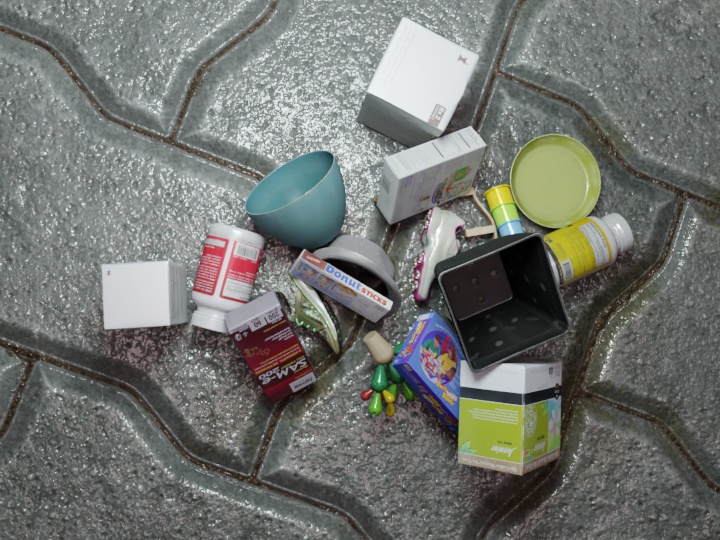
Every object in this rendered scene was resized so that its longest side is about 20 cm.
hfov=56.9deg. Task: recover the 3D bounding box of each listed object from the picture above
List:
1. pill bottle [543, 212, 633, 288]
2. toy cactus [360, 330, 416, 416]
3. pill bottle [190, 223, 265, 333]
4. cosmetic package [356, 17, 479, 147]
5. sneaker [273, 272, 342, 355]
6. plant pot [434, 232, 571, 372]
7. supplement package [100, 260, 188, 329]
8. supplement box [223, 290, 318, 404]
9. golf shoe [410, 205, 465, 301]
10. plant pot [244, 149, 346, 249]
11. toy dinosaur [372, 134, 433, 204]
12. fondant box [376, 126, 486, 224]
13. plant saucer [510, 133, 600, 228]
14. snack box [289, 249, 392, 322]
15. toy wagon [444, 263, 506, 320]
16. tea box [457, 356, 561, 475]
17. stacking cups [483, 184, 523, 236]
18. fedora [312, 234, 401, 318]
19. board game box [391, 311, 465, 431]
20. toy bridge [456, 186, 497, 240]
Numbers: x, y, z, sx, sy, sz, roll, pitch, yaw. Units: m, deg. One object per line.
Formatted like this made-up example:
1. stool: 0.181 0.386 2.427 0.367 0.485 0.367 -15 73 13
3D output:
1. pill bottle: 0.452 -0.043 1.373 0.199 0.112 0.113 -23 89 -7
2. toy cactus: 0.061 0.188 1.323 0.200 0.102 0.165 -42 110 -20
3. pill bottle: -0.264 0.017 1.299 0.112 0.112 0.201 15 86 -5
4. cosmetic package: 0.106 -0.356 1.311 0.165 0.200 0.165 26 84 -4
5. sneaker: -0.105 0.090 1.340 0.088 0.077 0.200 -32 85 7
6. plant pot: 0.245 0.041 1.252 0.199 0.177 0.201 -23 104 -3
7. supplement package: -0.396 0.047 1.240 0.116 0.200 0.118 -3 87 -5
8. supplement box: -0.171 0.151 1.281 0.109 0.061 0.200 -27 122 -6
9. golf shoe: 0.160 -0.030 1.364 0.091 0.075 0.201 14 87 -8
10. plant pot: -0.106 -0.122 1.299 0.200 0.200 0.135 -36 121 -6
11. toy dinosaur: 0.102 -0.208 1.345 0.060 0.106 0.200 26 121 -21
12. fondant box: 0.136 -0.185 1.300 0.199 0.144 0.058 -22 63 -19
13. plant saucer: 0.411 -0.189 1.417 0.199 0.031 0.201 0 86 -6
14. snack box: -0.038 0.032 1.283 0.200 0.072 0.024 31 58 -9
15. toy wagon: 0.274 0.059 1.373 0.199 0.040 0.156 -3 103 -8
16. tea box: 0.291 0.270 1.281 0.133 0.200 0.198 1 88 36
17. stacking cups: 0.313 -0.074 1.362 0.060 0.061 0.201 -15 74 -6
18. fedora: 0.000 0.000 1.321 0.200 0.177 0.090 27 55 -3
19. board game box: 0.164 0.199 1.306 0.200 0.045 0.135 49 52 -20
20. toy bridge: 0.251 -0.083 1.397 0.067 0.027 0.201 -10 88 -6
